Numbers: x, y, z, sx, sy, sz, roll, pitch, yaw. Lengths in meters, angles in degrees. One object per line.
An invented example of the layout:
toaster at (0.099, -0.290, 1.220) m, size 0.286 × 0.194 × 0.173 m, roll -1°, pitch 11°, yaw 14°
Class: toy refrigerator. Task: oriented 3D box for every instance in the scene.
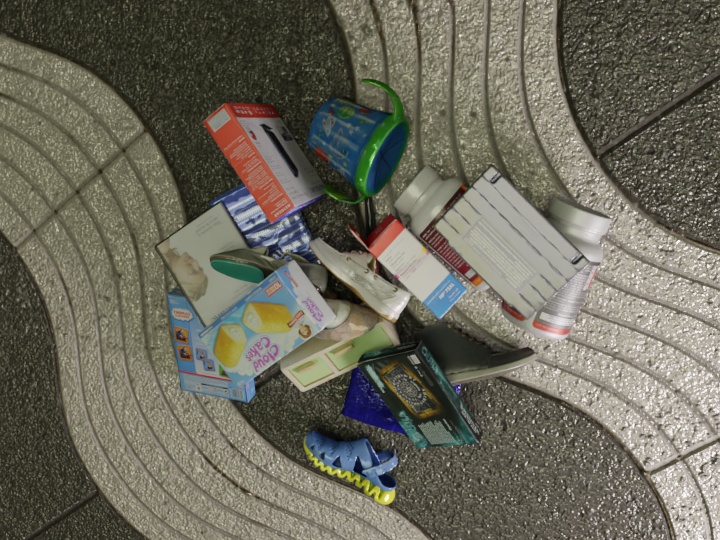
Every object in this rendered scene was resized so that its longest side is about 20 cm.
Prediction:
toy refrigerator at (-0.037, 0.131, 1.084) m, size 0.198 × 0.070 × 0.076 m, roll -26°, pitch 130°, yaw 12°

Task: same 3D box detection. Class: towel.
towel at (0.071, 0.226, 1.120) m, size 0.197 × 0.050 × 0.150 m, roll 16°, pitch 105°, yaw 9°
towel at (-0.163, -0.061, 1.090) m, size 0.143 × 0.024 × 0.202 m, roll -26°, pitch 89°, yaw 2°

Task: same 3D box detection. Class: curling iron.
curling iron at (0.032, -0.029, 1.084) m, size 0.049 × 0.026 × 0.203 m, roll -10°, pitch 101°, yaw 12°

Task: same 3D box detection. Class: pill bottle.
pill bottle at (0.154, -0.071, 1.001) m, size 0.200 × 0.113 × 0.113 m, roll 41°, pitch 108°, yaw 1°
pill bottle at (0.307, -0.004, 0.979) m, size 0.115 × 0.116 × 0.202 m, roll 21°, pitch 106°, yaw 7°

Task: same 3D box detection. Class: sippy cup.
sippy cup at (-0.009, -0.208, 1.006) m, size 0.129 × 0.140 × 0.179 m, roll 31°, pitch 83°, yaw 15°

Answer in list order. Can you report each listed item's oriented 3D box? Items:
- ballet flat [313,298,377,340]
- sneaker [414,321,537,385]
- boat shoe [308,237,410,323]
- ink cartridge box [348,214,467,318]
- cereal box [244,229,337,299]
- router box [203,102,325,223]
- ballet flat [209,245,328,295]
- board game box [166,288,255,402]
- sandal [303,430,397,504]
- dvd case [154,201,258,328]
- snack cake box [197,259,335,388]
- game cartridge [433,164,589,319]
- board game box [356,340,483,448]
ballet flat at (-0.069, 0.079, 1.042) m, size 0.198 × 0.069 × 0.067 m, roll -8°, pitch 140°, yaw 27°
sneaker at (0.193, 0.130, 1.060) m, size 0.197 × 0.075 × 0.108 m, roll -11°, pitch 73°, yaw -1°
boat shoe at (0.000, 0.000, 1.032) m, size 0.199 × 0.071 × 0.070 m, roll 40°, pitch 92°, yaw 17°
ink cartridge box at (0.072, -0.023, 1.011) m, size 0.200 × 0.116 × 0.067 m, roll 44°, pitch 95°, yaw -8°
cereal box at (-0.160, 0.040, 1.136) m, size 0.199 × 0.040 × 0.144 m, roll 40°, pitch 107°, yaw 3°
router box at (-0.142, -0.177, 1.000) m, size 0.049 × 0.200 × 0.181 m, roll -32°, pitch 95°, yaw 17°
ballet flat at (-0.150, -0.007, 1.046) m, size 0.197 × 0.064 × 0.068 m, roll 16°, pitch 150°, yaw -2°
board game box at (-0.276, 0.139, 1.164) m, size 0.149 × 0.037 × 0.203 m, roll 6°, pitch 113°, yaw 19°
sandal at (-0.010, 0.343, 1.156) m, size 0.198 × 0.080 × 0.088 m, roll 27°, pitch 103°, yaw -3°
dvd case at (-0.247, 0.004, 1.082) m, size 0.142 × 0.018 × 0.201 m, roll -33°, pitch 90°, yaw 4°
snack cake box at (-0.152, 0.088, 1.004) m, size 0.199 × 0.067 × 0.116 m, roll -36°, pitch 91°, yaw 27°
game cartridge at (0.217, -0.039, 0.918) m, size 0.200 × 0.038 × 0.130 m, roll 45°, pitch 112°, yaw 1°
board game box at (0.097, 0.210, 1.035) m, size 0.134 × 0.028 × 0.201 m, roll -19°, pitch 112°, yaw 41°
